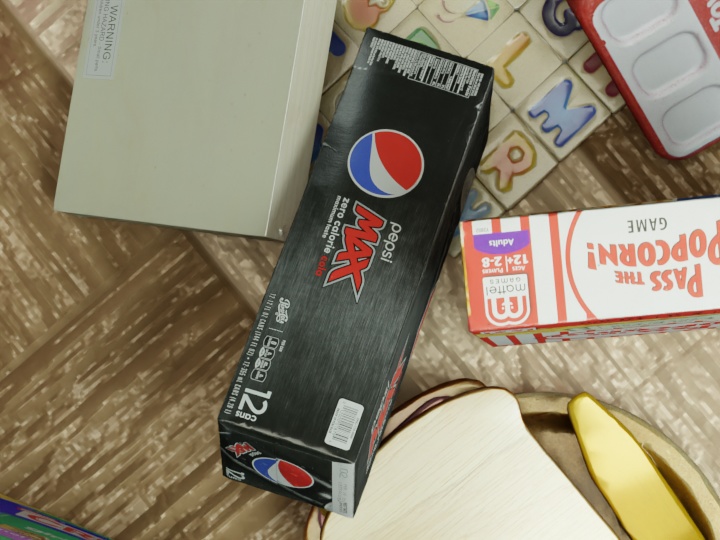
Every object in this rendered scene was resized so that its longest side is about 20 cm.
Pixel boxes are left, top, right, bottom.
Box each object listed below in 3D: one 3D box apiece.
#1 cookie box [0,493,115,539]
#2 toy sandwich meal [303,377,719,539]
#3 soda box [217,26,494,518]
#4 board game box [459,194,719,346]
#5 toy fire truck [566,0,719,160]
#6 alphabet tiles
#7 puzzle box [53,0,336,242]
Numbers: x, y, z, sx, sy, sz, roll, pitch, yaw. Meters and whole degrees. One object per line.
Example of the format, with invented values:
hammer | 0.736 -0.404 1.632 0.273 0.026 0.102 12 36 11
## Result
cookie box | -0.120 0.157 1.013 0.170 0.200 0.076 21 87 6
toy sandwich meal | 0.076 0.141 1.059 0.203 0.070 0.207 0 86 6
soda box | 0.000 0.000 1.037 0.063 0.071 0.201 17 65 8
board game box | 0.123 0.001 0.999 0.150 0.200 0.047 -5 86 6
toy fire truck | 0.160 -0.150 1.017 0.167 0.200 0.112 -32 42 7
alphabet tiles | 0.038 -0.111 1.112 0.200 0.006 0.167 -42 83 2
puzzle box | -0.069 -0.118 1.083 0.132 0.025 0.202 8 87 38
